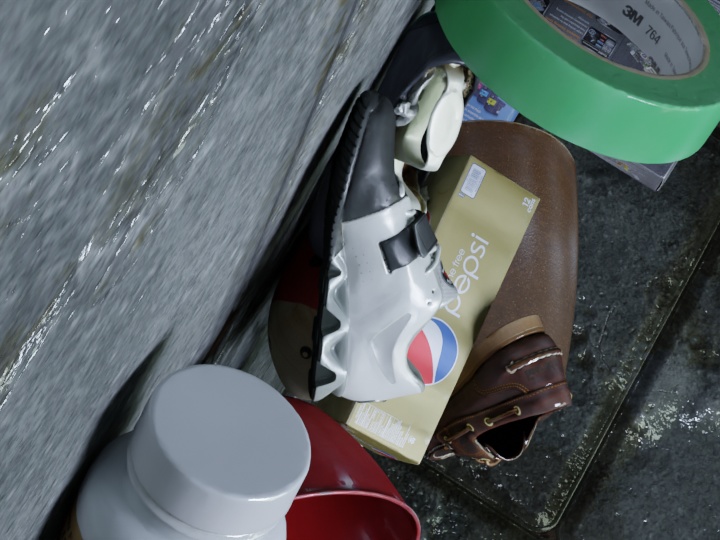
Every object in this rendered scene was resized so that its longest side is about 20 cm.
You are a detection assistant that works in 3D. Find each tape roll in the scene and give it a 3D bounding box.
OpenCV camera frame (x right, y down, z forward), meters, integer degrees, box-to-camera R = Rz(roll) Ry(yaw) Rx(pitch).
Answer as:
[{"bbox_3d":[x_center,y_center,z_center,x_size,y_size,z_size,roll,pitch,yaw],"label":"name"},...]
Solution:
[{"bbox_3d":[0.146,-0.153,1.202,0.048,0.200,0.201,-60,176,36],"label":"tape roll"}]

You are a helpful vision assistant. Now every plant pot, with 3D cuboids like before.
[{"bbox_3d":[0.094,0.019,1.472,0.187,0.186,0.201,119,-31,-53],"label":"plant pot"}]

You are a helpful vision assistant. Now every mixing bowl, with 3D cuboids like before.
[{"bbox_3d":[-0.072,0.149,1.208,0.199,0.109,0.201,-16,148,-10],"label":"mixing bowl"}]

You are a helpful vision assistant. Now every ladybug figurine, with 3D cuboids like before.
[{"bbox_3d":[0.000,0.000,1.364,0.135,0.072,0.201,5,-127,48],"label":"ladybug figurine"}]

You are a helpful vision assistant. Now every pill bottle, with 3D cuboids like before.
[{"bbox_3d":[-0.103,0.149,1.015,0.201,0.114,0.114,-60,176,38],"label":"pill bottle"}]

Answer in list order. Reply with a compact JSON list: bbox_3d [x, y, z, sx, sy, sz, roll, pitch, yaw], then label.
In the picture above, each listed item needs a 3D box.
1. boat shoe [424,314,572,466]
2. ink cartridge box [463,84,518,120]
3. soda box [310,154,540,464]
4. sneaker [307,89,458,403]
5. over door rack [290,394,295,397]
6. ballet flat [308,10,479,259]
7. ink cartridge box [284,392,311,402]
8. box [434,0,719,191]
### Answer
[{"bbox_3d":[0.088,0.101,1.316,0.070,0.071,0.200,-23,166,-22],"label":"boat shoe"},{"bbox_3d":[0.130,-0.184,1.905,0.201,0.076,0.136,-59,177,-7],"label":"ink cartridge box"},{"bbox_3d":[0.042,0.025,1.276,0.201,0.064,0.068,-64,-157,-10],"label":"soda box"},{"bbox_3d":[0.019,-0.014,1.187,0.074,0.088,0.201,-100,-165,-70],"label":"sneaker"},{"bbox_3d":[-0.036,0.084,1.416,0.148,0.067,0.200,-41,-161,-1],"label":"over door rack"},{"bbox_3d":[0.024,-0.074,1.246,0.201,0.073,0.073,-62,175,26],"label":"ballet flat"},{"bbox_3d":[-0.097,0.160,1.516,0.199,0.050,0.161,-13,-155,34],"label":"ink cartridge box"},{"bbox_3d":[0.166,-0.175,1.319,0.159,0.199,0.048,-58,174,-5],"label":"box"}]
